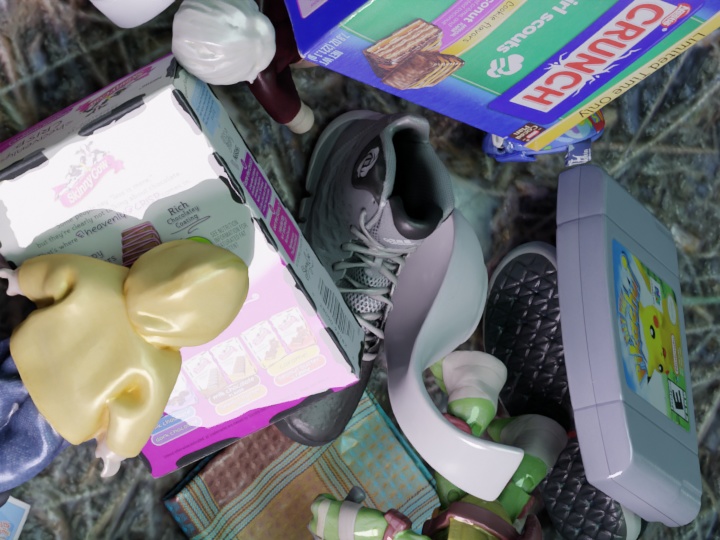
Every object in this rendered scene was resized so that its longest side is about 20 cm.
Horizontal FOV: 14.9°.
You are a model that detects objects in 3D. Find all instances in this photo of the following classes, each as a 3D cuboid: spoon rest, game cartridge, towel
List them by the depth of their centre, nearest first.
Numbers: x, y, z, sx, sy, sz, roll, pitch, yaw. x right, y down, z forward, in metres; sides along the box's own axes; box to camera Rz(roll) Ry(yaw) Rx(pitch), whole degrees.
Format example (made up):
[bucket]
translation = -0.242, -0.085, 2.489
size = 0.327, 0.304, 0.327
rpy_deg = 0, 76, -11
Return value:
[spoon rest]
translation = 0.044, 0.041, 1.564
size = 0.061, 0.200, 0.099
rpy_deg = 14, 127, -23
[towel]
translation = -0.012, 0.162, 1.631
size = 0.147, 0.022, 0.200
rpy_deg = -44, 115, -22
[game cartridge]
translation = 0.160, 0.043, 1.649
size = 0.133, 0.040, 0.200
rpy_deg = 30, 50, -54

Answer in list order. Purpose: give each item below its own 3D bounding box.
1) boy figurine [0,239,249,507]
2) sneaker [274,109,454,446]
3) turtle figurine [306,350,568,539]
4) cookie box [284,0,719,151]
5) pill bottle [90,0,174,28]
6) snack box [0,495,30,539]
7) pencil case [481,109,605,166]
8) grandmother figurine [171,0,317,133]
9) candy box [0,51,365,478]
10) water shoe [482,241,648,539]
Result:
[boy figurine]
translation = -0.145, 0.041, 1.449
size = 0.200, 0.064, 0.124
rpy_deg = -38, 79, 15
[sneaker]
translation = 0.000, 0.000, 1.559
size = 0.075, 0.115, 0.200
rpy_deg = 14, 81, -24
[turtle figurine]
translation = 0.035, 0.157, 1.606
size = 0.144, 0.200, 0.194
rpy_deg = 25, 54, -3
[cookie box]
translation = 0.084, -0.157, 1.468
size = 0.200, 0.171, 0.075
rpy_deg = 17, 47, -45
[pill bottle]
translation = -0.171, -0.221, 1.448
size = 0.200, 0.112, 0.112
rpy_deg = 41, 73, -27
[snack box]
translation = -0.274, 0.120, 1.464
size = 0.200, 0.024, 0.072
rpy_deg = 28, 77, -30
[pencil case]
translation = 0.084, -0.157, 1.628
size = 0.087, 0.078, 0.200
rpy_deg = -33, 110, -48
[grandmother figurine]
translation = -0.044, -0.135, 1.511
size = 0.200, 0.060, 0.122
rpy_deg = -21, 98, -65
[candy box]
translation = -0.104, -0.003, 1.496
size = 0.136, 0.061, 0.200
rpy_deg = -26, 112, 15
[water shoe]
translation = 0.131, 0.075, 1.696
size = 0.079, 0.071, 0.200
rpy_deg = -28, 106, -59
